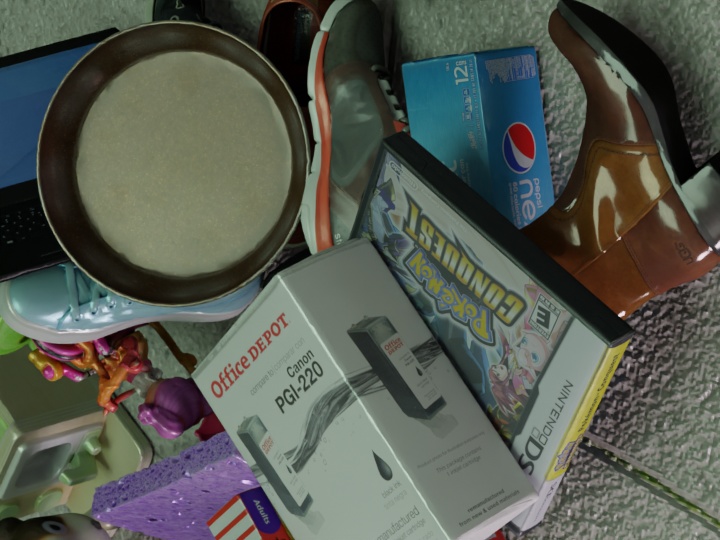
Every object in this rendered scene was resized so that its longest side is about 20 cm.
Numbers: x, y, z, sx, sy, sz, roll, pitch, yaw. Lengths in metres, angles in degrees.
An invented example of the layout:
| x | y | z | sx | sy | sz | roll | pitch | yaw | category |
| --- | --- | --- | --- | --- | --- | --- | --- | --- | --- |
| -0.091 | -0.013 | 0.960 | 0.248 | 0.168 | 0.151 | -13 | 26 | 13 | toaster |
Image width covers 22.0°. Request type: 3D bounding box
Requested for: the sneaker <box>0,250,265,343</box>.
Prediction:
| x | y | z | sx | sy | sz | roll | pitch | yaw | category |
| --- | --- | --- | --- | --- | --- | --- | --- | --- | --- |
| -0.163 | 0.001 | 1.355 | 0.082 | 0.200 | 0.074 | -51 | 53 | 57 | sneaker |

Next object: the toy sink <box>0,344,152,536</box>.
| x | y | z | sx | sy | sz | roll | pitch | yaw | category |
| --- | --- | --- | --- | --- | --- | --- | --- | --- | --- |
| -0.296 | 0.142 | 1.614 | 0.200 | 0.112 | 0.130 | 49 | 130 | 25 | toy sink |

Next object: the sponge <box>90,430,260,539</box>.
| x | y | z | sx | sy | sz | roll | pitch | yaw | category |
| --- | --- | --- | --- | --- | --- | --- | --- | --- | --- |
| -0.111 | 0.172 | 1.438 | 0.200 | 0.112 | 0.030 | -26 | 52 | 45 | sponge |

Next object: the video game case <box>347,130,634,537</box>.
| x | y | z | sx | sy | sz | roll | pitch | yaw | category |
| --- | --- | --- | --- | --- | --- | --- | --- | --- | --- |
| 0.063 | 0.041 | 1.154 | 0.200 | 0.025 | 0.181 | 43 | 137 | 25 | video game case |

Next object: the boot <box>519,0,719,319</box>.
| x | y | z | sx | sy | sz | roll | pitch | yaw | category |
| --- | --- | --- | --- | --- | --- | --- | --- | --- | --- |
| 0.123 | -0.044 | 1.152 | 0.200 | 0.068 | 0.188 | -40 | 89 | 27 | boot |

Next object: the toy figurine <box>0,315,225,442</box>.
| x | y | z | sx | sy | sz | roll | pitch | yaw | category |
| --- | --- | --- | --- | --- | --- | --- | --- | --- | --- |
| -0.158 | 0.070 | 1.424 | 0.184 | 0.200 | 0.150 | 41 | 122 | 16 | toy figurine |

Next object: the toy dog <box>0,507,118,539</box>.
| x | y | z | sx | sy | sz | roll | pitch | yaw | category |
| --- | --- | --- | --- | --- | --- | --- | --- | --- | --- |
| -0.254 | 0.268 | 1.520 | 0.140 | 0.194 | 0.200 | 54 | 155 | 26 | toy dog |

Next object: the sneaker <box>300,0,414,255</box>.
| x | y | z | sx | sy | sz | roll | pitch | yaw | category |
| --- | --- | --- | --- | --- | --- | --- | --- | --- | --- |
| 0.013 | -0.096 | 1.266 | 0.082 | 0.077 | 0.200 | -5 | 74 | 26 | sneaker |

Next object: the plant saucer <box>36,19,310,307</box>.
| x | y | z | sx | sy | sz | roll | pitch | yaw | category |
| --- | --- | --- | --- | --- | --- | --- | --- | --- | --- |
| -0.129 | -0.074 | 1.301 | 0.200 | 0.034 | 0.200 | 0 | 91 | 11 | plant saucer |

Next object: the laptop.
| x | y | z | sx | sy | sz | roll | pitch | yaw | category |
| --- | --- | --- | --- | --- | --- | --- | --- | --- | --- |
| -0.229 | -0.091 | 1.394 | 0.200 | 0.177 | 0.103 | -134 | 30 | -60 | laptop |

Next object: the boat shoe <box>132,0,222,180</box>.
| x | y | z | sx | sy | sz | roll | pitch | yaw | category |
| --- | --- | --- | --- | --- | --- | --- | --- | --- | --- |
| -0.124 | -0.153 | 1.375 | 0.066 | 0.075 | 0.199 | -5 | 58 | 16 | boat shoe |

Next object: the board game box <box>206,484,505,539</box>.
| x | y | z | sx | sy | sz | roll | pitch | yaw | category |
| --- | --- | --- | --- | --- | --- | --- | --- | --- | --- |
| 0.013 | 0.201 | 1.256 | 0.046 | 0.200 | 0.152 | -45 | 68 | 41 | board game box |

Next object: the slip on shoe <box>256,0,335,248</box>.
| x | y | z | sx | sy | sz | roll | pitch | yaw | category |
| --- | --- | --- | --- | --- | --- | --- | --- | --- | --- |
| -0.050 | -0.112 | 1.331 | 0.074 | 0.061 | 0.200 | 8 | 107 | 10 | slip on shoe |

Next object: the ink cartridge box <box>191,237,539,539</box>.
| x | y | z | sx | sy | sz | roll | pitch | yaw | category |
| --- | --- | --- | --- | --- | --- | --- | --- | --- | --- |
| -0.002 | 0.101 | 1.174 | 0.200 | 0.085 | 0.146 | 58 | 140 | 13 | ink cartridge box |

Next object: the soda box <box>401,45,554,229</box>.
| x | y | z | sx | sy | sz | roll | pitch | yaw | category |
| --- | --- | --- | --- | --- | --- | --- | --- | --- | --- |
| 0.084 | -0.044 | 1.223 | 0.068 | 0.064 | 0.200 | -2 | 98 | 45 | soda box |

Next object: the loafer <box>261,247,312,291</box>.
| x | y | z | sx | sy | sz | roll | pitch | yaw | category |
| --- | --- | --- | --- | --- | --- | --- | --- | --- | --- |
| 0.000 | 0.000 | 1.327 | 0.201 | 0.068 | 0.070 | -10 | 54 | 55 | loafer |
